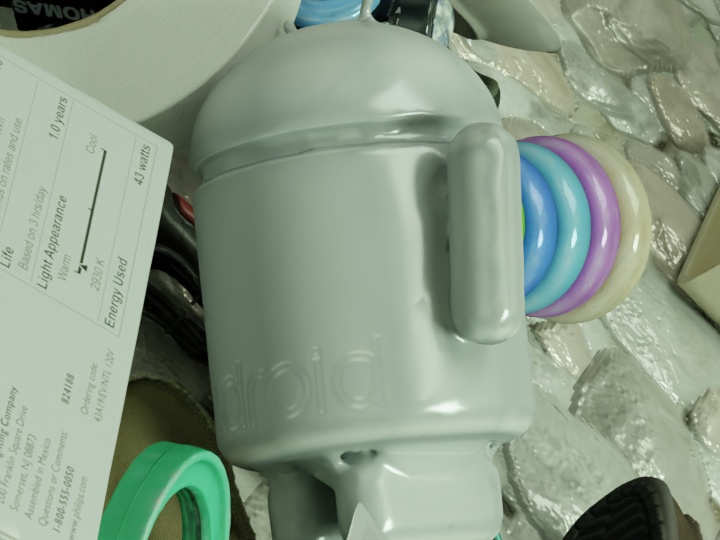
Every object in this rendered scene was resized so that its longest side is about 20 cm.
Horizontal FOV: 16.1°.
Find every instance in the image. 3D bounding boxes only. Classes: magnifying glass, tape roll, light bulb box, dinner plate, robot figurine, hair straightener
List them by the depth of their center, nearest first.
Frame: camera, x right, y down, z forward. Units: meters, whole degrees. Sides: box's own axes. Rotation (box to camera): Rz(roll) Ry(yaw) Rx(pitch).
[{"bbox_3d":[-0.077,0.149,0.769,0.080,0.022,0.201,55,50,-66],"label":"magnifying glass"},{"bbox_3d":[-0.182,0.010,0.799,0.199,0.125,0.199,30,39,-20],"label":"light bulb box"},{"bbox_3d":[0.000,0.000,0.894,0.112,0.169,0.202,1,78,-41],"label":"robot figurine"},{"bbox_3d":[-0.118,-0.126,0.965,0.201,0.037,0.204,-2,64,4],"label":"tape roll"},{"bbox_3d":[-0.045,0.021,0.998,0.200,0.041,0.077,45,35,-11],"label":"hair straightener"},{"bbox_3d":[0.007,-0.154,1.166,0.200,0.024,0.200,37,0,0],"label":"dinner plate"}]

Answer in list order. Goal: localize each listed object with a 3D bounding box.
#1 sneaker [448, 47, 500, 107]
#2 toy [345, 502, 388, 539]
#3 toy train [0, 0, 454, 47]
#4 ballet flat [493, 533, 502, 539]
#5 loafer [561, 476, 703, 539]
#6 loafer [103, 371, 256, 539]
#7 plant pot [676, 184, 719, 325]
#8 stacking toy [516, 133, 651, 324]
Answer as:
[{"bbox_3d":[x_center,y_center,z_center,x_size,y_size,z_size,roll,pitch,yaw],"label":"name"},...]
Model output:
[{"bbox_3d":[-0.018,-0.120,1.136,0.200,0.079,0.074,43,37,-3],"label":"sneaker"},{"bbox_3d":[0.018,0.180,0.866,0.200,0.047,0.116,55,39,-44],"label":"toy"},{"bbox_3d":[-0.054,-0.130,1.037,0.198,0.087,0.115,8,55,11],"label":"toy train"},{"bbox_3d":[0.022,0.089,0.968,0.071,0.069,0.202,-13,82,-5],"label":"ballet flat"},{"bbox_3d":[0.118,0.176,1.004,0.071,0.073,0.201,31,43,-34],"label":"loafer"},{"bbox_3d":[-0.058,0.113,0.875,0.076,0.067,0.201,17,45,-35],"label":"loafer"},{"bbox_3d":[0.306,-0.014,1.286,0.177,0.199,0.200,52,34,-12],"label":"plant pot"},{"bbox_3d":[0.037,-0.018,1.076,0.199,0.085,0.086,-1,56,-50],"label":"stacking toy"}]
